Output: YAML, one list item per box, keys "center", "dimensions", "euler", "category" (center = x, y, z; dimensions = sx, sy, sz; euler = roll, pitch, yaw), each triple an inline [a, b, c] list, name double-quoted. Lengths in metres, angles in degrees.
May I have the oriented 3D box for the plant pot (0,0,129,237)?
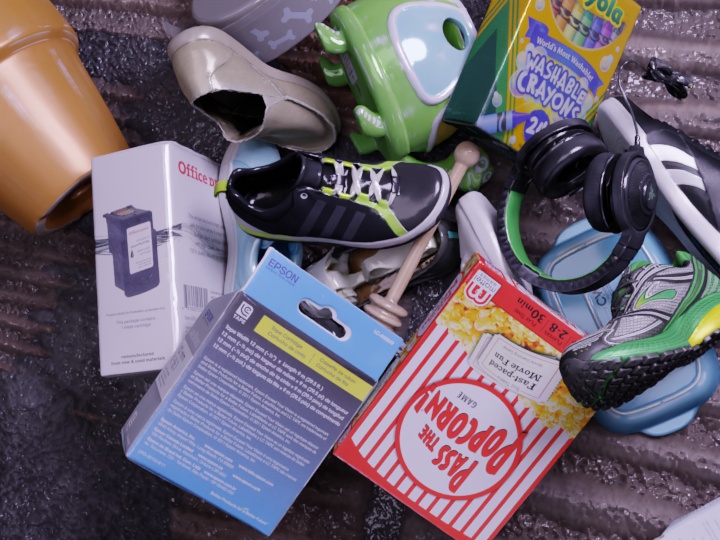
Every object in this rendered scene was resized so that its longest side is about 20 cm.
- center: [-0.329, -0.141, 0.992]
  dimensions: [0.200, 0.200, 0.183]
  euler: [-42, 90, 8]
  category: "plant pot"

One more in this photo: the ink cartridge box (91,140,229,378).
- center: [-0.174, -0.003, 0.938]
  dimensions: [0.084, 0.145, 0.201]
  euler: [-7, 81, 17]
  category: "ink cartridge box"

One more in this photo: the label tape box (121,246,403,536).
- center: [-0.081, 0.096, 0.834]
  dimensions: [0.143, 0.066, 0.200]
  euler: [35, 89, -20]
  category: "label tape box"

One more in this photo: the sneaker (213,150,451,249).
- center: [-0.025, -0.061, 0.840]
  dimensions: [0.199, 0.083, 0.072]
  euler: [-6, 66, 14]
  category: "sneaker"

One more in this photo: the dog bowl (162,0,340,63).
- center: [-0.090, -0.267, 0.943]
  dimensions: [0.199, 0.059, 0.201]
  euler: [-25, 40, 23]
  category: "dog bowl"

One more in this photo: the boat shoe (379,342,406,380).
- center: [0.064, 0.131, 0.889]
  dimensions: [0.072, 0.068, 0.200]
  euler: [-44, 74, 8]
  category: "boat shoe"

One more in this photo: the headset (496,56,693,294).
- center: [0.193, -0.075, 0.808]
  dimensions: [0.123, 0.094, 0.201]
  euler: [38, 109, 36]
  category: "headset"

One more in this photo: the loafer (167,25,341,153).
- center: [-0.094, -0.145, 0.907]
  dimensions: [0.075, 0.200, 0.069]
  euler: [-22, 60, 35]
  category: "loafer"

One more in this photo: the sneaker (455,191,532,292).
- center: [0.107, 0.034, 0.879]
  dimensions: [0.088, 0.075, 0.201]
  euler: [-21, 88, 21]
  category: "sneaker"

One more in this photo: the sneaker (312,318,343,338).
- center: [-0.104, 0.119, 0.901]
  dimensions: [0.200, 0.115, 0.075]
  euler: [-44, 70, 19]
  category: "sneaker"

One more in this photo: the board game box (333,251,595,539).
- center: [0.096, 0.110, 0.826]
  dimensions: [0.151, 0.046, 0.200]
  euler: [35, 101, -5]
  category: "board game box"

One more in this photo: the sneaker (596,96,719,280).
- center: [0.298, -0.086, 0.851]
  dimensions: [0.112, 0.073, 0.200]
  euler: [-32, 72, -2]
  category: "sneaker"

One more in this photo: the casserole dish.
- center: [0.226, 0.045, 0.866]
  dimensions: [0.121, 0.039, 0.201]
  euler: [-26, 76, 12]
  category: "casserole dish"

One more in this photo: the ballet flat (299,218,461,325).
- center: [0.000, 0.000, 0.925]
  dimensions: [0.199, 0.068, 0.068]
  euler: [-26, 76, 13]
  category: "ballet flat"

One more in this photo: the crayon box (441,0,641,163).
- center: [0.163, -0.194, 0.866]
  dimensions: [0.052, 0.125, 0.201]
  euler: [22, 90, 52]
  category: "crayon box"

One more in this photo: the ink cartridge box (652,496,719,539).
- center: [0.341, 0.270, 0.801]
  dimensions: [0.200, 0.041, 0.200]
  euler: [-31, 76, 11]
  category: "ink cartridge box"

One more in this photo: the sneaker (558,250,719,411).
- center: [0.214, 0.044, 0.777]
  dimensions: [0.085, 0.200, 0.078]
  euler: [52, 136, 20]
  category: "sneaker"

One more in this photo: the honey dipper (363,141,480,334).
- center: [0.049, -0.021, 0.864]
  dimensions: [0.038, 0.038, 0.201]
  euler: [28, 93, 18]
  category: "honey dipper"

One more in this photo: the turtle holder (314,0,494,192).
- center: [0.048, -0.164, 0.894]
  dimensions: [0.131, 0.141, 0.186]
  euler: [-24, 65, -4]
  category: "turtle holder"

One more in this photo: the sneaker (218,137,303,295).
- center: [-0.082, -0.041, 0.934]
  dimensions: [0.082, 0.074, 0.201]
  euler: [-20, 71, 49]
  category: "sneaker"
